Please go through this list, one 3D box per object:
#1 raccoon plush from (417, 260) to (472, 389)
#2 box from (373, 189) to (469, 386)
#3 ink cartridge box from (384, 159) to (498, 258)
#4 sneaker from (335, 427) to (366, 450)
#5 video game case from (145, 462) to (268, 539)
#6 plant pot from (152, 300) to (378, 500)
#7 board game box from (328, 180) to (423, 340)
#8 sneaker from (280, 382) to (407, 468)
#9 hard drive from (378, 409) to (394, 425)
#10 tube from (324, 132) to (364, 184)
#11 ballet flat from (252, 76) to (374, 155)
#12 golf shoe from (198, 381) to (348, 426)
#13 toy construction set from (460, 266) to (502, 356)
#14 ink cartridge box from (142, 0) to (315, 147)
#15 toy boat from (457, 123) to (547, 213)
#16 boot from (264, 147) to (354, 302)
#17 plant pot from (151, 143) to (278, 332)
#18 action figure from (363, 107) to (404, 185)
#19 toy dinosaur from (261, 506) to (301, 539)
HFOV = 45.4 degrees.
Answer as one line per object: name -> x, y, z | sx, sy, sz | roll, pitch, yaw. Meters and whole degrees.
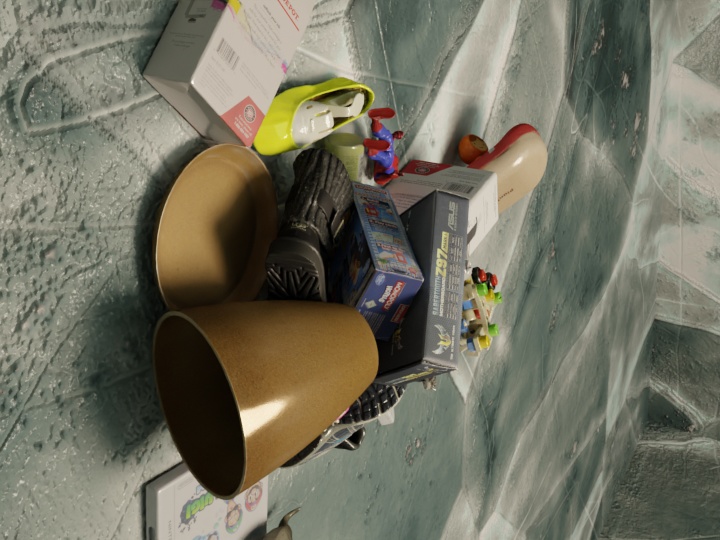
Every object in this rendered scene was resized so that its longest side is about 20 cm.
raccoon plush -> 0.099, 0.082, 1.144 | 0.134, 0.199, 0.098 | 42, 46, -22
box -> 0.066, 0.026, 1.011 | 0.050, 0.157, 0.204 | 12, 73, -21
ink cartridge box -> 0.093, -0.069, 1.228 | 0.200, 0.142, 0.085 | -46, 138, -43
sneaker -> -0.036, 0.159, 1.149 | 0.075, 0.083, 0.202 | -49, 140, -40
video game case -> -0.176, 0.296, 1.017 | 0.199, 0.023, 0.185 | -23, 121, -56
plant pot -> -0.083, 0.108, 0.884 | 0.198, 0.185, 0.190 | -17, 117, -35
board game box -> 0.000, 0.000, 1.044 | 0.202, 0.061, 0.201 | -95, -156, -44
sneaker -> -0.032, 0.179, 1.085 | 0.198, 0.078, 0.086 | -29, 162, -6
hard drive -> 0.007, 0.115, 1.195 | 0.201, 0.026, 0.134 | 62, 19, -55
tube -> -0.027, -0.075, 1.120 | 0.052, 0.057, 0.203 | -113, -157, -59
ballet flat -> -0.049, -0.186, 1.013 | 0.200, 0.066, 0.068 | -38, 133, -49
golf shoe -> -0.103, 0.150, 0.982 | 0.197, 0.075, 0.093 | -9, 96, -28
toy construction set -> 0.176, 0.068, 1.313 | 0.200, 0.091, 0.133 | 46, 32, -74
ink cartridge box -> -0.122, -0.243, 0.862 | 0.117, 0.067, 0.203 | 47, 62, -56
toy boat -> 0.206, -0.172, 1.419 | 0.199, 0.132, 0.130 | -36, 151, 12
boot -> -0.060, -0.020, 1.007 | 0.213, 0.078, 0.160 | 102, 0, -52
plant pot -> -0.157, -0.036, 0.921 | 0.199, 0.027, 0.204 | -29, 124, -53
action figure -> 0.035, -0.156, 1.149 | 0.200, 0.051, 0.067 | 70, 24, -81
toy dinosaur -> -0.112, 0.370, 1.062 | 0.200, 0.076, 0.103 | -44, 151, -38
